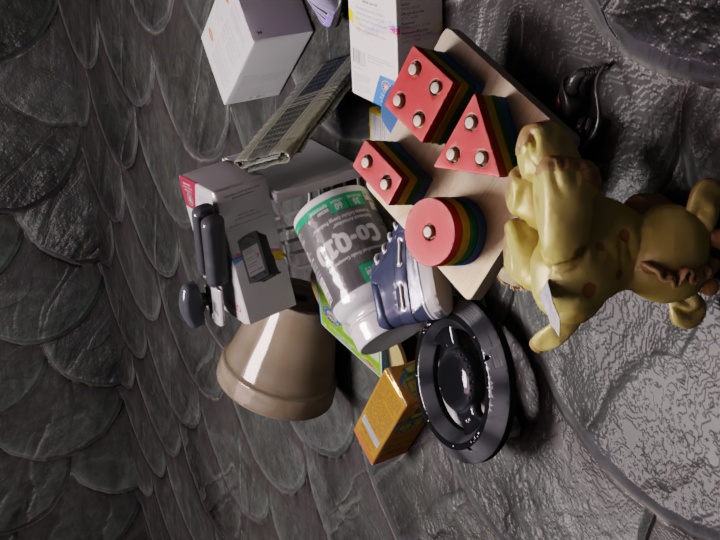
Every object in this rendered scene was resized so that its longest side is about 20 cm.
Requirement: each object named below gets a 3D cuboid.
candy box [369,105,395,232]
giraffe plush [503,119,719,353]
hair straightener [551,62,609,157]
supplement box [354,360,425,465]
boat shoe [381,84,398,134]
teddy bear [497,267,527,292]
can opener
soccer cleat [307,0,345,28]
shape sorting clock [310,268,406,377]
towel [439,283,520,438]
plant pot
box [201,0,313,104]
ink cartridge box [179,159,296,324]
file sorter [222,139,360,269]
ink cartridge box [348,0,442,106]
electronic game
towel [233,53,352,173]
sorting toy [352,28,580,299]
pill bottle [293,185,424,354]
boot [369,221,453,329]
[{"bbox_3d":[0.048,-0.105,1.337,0.102,0.026,0.201,36,136,51],"label":"candy box"},{"bbox_3d":[0.221,-0.026,0.875,0.173,0.161,0.201,94,171,-51],"label":"giraffe plush"},{"bbox_3d":[0.205,-0.112,0.996,0.077,0.041,0.201,57,146,33],"label":"hair straightener"},{"bbox_3d":[0.051,0.202,1.460,0.069,0.066,0.200,61,153,27],"label":"supplement box"},{"bbox_3d":[0.104,-0.150,1.109,0.200,0.068,0.085,35,117,41],"label":"boat shoe"},{"bbox_3d":[0.134,-0.057,1.124,0.145,0.067,0.200,58,173,-21],"label":"teddy bear"},{"bbox_3d":[-0.216,0.003,1.398,0.053,0.067,0.201,46,148,37],"label":"can opener"},{"bbox_3d":[-0.053,-0.366,1.289,0.200,0.073,0.069,100,175,-80],"label":"soccer cleat"},{"bbox_3d":[-0.002,0.072,1.480,0.200,0.039,0.201,41,153,26],"label":"shape sorting clock"},{"bbox_3d":[0.136,0.107,1.281,0.149,0.031,0.201,-16,87,63],"label":"towel"},{"bbox_3d":[-0.116,0.115,1.655,0.200,0.199,0.174,47,127,45],"label":"plant pot"},{"bbox_3d":[-0.160,-0.356,1.552,0.125,0.097,0.200,70,156,11],"label":"box"},{"bbox_3d":[-0.176,-0.043,1.461,0.147,0.085,0.201,26,135,57],"label":"ink cartridge box"},{"bbox_3d":[-0.096,-0.103,1.516,0.200,0.138,0.125,36,138,54],"label":"file sorter"},{"bbox_3d":[0.040,-0.296,1.194,0.116,0.067,0.201,38,137,52],"label":"ink cartridge box"},{"bbox_3d":[0.123,0.130,1.232,0.200,0.041,0.201,15,107,61],"label":"electronic game"},{"bbox_3d":[-0.073,-0.209,1.371,0.035,0.200,0.192,44,163,-21],"label":"towel"},{"bbox_3d":[0.087,-0.107,1.027,0.199,0.069,0.201,50,126,33],"label":"sorting toy"},{"bbox_3d":[0.000,0.000,1.339,0.201,0.113,0.113,64,153,18],"label":"pill bottle"},{"bbox_3d":[0.050,-0.031,1.241,0.090,0.073,0.201,-16,66,25],"label":"boot"}]
